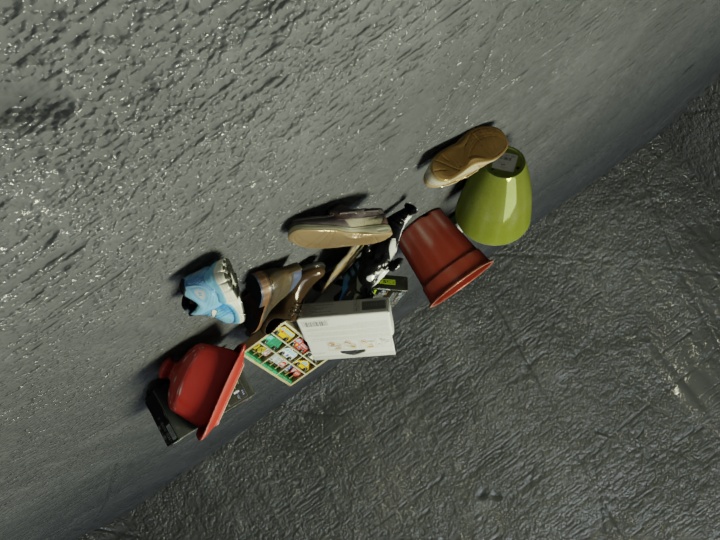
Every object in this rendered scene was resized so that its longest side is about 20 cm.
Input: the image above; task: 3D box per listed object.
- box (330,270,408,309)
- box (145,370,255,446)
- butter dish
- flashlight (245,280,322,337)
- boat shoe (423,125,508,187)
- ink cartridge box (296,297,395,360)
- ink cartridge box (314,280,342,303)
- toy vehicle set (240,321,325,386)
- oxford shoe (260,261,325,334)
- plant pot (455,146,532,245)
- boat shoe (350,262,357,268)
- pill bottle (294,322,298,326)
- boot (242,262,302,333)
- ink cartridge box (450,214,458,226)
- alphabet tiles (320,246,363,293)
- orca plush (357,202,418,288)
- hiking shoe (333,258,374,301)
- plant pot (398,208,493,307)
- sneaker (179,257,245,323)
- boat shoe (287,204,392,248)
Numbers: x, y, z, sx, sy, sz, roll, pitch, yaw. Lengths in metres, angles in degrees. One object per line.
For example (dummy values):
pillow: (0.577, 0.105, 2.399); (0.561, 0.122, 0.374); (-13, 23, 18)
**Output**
box: (0.004, 0.062, 1.336); (0.192, 0.048, 0.200); (6, 156, -10)
box: (-0.375, 0.299, 1.217); (0.199, 0.125, 0.148); (-27, 173, -36)
butter dish: (-0.334, 0.222, 1.051); (0.200, 0.147, 0.200); (-68, -167, -19)
flashlight: (-0.173, 0.095, 1.176); (0.200, 0.068, 0.068); (-41, 130, 16)
boat shoe: (0.198, -0.217, 0.995); (0.199, 0.074, 0.069); (-28, 178, -26)
ink cartridge box: (-0.025, 0.132, 1.146); (0.199, 0.044, 0.174); (-5, 142, 6)
ink cartridge box: (-0.065, 0.104, 1.285); (0.115, 0.068, 0.200); (12, 155, -4)
toy vehicle set: (-0.172, 0.189, 1.200); (0.124, 0.027, 0.200); (-37, 137, 5)
oxford shoe: (-0.138, 0.060, 1.073); (0.200, 0.085, 0.073); (-43, 154, 17)
plant pot: (0.321, -0.191, 1.214); (0.187, 0.187, 0.200); (-33, 153, -11)
boat shoe: (0.017, 0.015, 1.373); (0.072, 0.061, 0.201); (-35, 168, -1)
pill bottle: (-0.188, 0.181, 1.331); (0.113, 0.114, 0.200); (-30, 166, -21)
boot: (-0.172, 0.055, 0.998); (0.097, 0.075, 0.200); (-24, 162, -32)
ink cartridge box: (0.290, -0.147, 1.525); (0.145, 0.048, 0.200); (-36, 167, 3)
alphabet tiles: (-0.018, -0.031, 1.127); (0.167, 0.006, 0.200); (-48, 176, -33)
orca plush: (0.046, -0.057, 1.075); (0.200, 0.105, 0.071); (-48, 146, 15)
hiking shoe: (0.000, 0.000, 1.182); (0.075, 0.086, 0.201); (59, 45, -43)
plant pot: (0.208, -0.041, 1.359); (0.200, 0.196, 0.201); (-33, 167, -9)
sneaker: (-0.237, 0.038, 0.823); (0.089, 0.079, 0.200); (-13, 160, -10)
boat shoe: (-0.036, -0.079, 0.885); (0.199, 0.065, 0.072); (-4, 161, -32)
